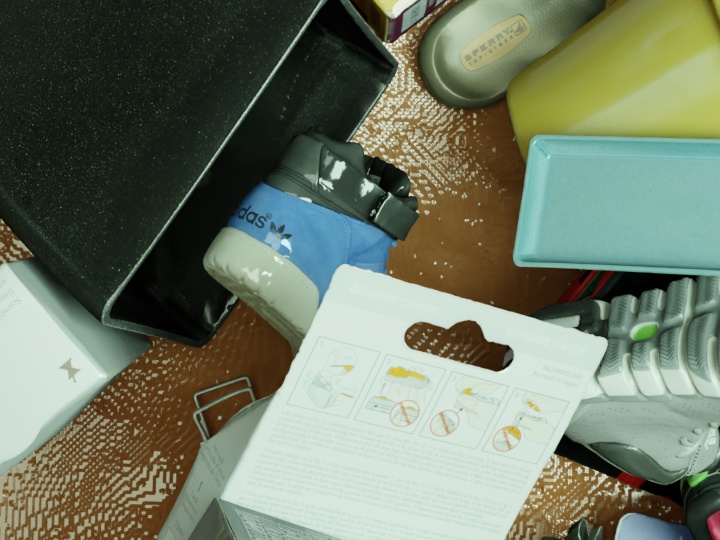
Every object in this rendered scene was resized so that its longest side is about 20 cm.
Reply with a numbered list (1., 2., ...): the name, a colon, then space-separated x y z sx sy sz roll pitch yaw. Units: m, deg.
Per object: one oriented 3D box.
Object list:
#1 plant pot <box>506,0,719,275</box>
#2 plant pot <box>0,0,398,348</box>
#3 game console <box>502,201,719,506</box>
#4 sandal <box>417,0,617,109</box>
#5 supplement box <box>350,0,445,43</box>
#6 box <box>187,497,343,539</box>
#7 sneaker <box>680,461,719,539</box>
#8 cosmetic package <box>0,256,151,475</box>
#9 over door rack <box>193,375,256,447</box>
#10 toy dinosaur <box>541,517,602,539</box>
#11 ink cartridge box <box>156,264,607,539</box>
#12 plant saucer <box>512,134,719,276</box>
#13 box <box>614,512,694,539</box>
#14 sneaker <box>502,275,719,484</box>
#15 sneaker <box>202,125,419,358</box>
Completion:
1. plant pot: 0.190 -0.082 1.066 0.188 0.201 0.201 -25 90 16
2. plant pot: -0.120 -0.095 1.068 0.177 0.200 0.200 35 91 11
3. game console: 0.184 0.055 1.069 0.176 0.200 0.031 22 48 -11
4. sandal: 0.119 -0.162 1.125 0.200 0.054 0.080 -36 90 1
5. supplement box: -0.007 -0.236 1.088 0.103 0.131 0.200 -38 89 1
6. box: -0.023 0.210 0.970 0.200 0.048 0.159 23 109 -32
7. sneaker: 0.238 0.183 1.057 0.200 0.084 0.077 45 115 4
8. cosmetic package: -0.185 0.053 1.059 0.113 0.200 0.081 -40 90 0
9. over door rack: -0.079 0.161 1.087 0.066 0.148 0.201 -6 91 -5
10. toy dinosaur: 0.060 0.180 1.116 0.200 0.135 0.102 56 50 -31
11. ink cartridge box: 0.006 0.091 0.970 0.162 0.050 0.200 16 109 -29
12. plant saucer: 0.173 -0.029 0.966 0.199 0.019 0.070 3 75 24
13. box: 0.221 0.217 1.116 0.199 0.032 0.122 17 79 -10
14. sneaker: 0.181 0.059 1.007 0.199 0.116 0.075 -5 51 33
15. sneaker: 0.001 0.000 1.078 0.077 0.200 0.111 24 75 39
